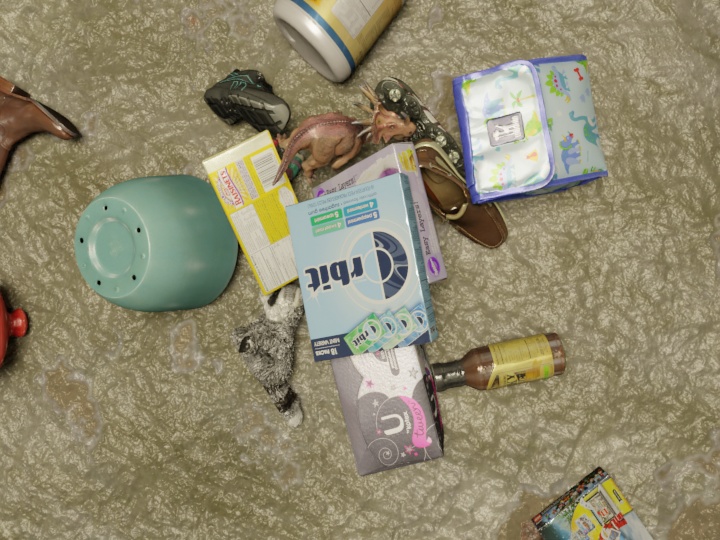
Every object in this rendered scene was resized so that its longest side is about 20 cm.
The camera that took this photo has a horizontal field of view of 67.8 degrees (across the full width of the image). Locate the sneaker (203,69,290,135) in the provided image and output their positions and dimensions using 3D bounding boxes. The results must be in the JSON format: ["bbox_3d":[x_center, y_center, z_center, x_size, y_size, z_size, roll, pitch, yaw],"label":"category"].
[{"bbox_3d":[-0.159,-0.257,0.781,0.197,0.076,0.080,27,73,41],"label":"sneaker"}]

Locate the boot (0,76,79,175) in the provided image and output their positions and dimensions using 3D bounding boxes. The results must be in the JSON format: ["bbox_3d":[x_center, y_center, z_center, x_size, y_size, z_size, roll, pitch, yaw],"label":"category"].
[{"bbox_3d":[-0.553,-0.177,0.841,0.183,0.064,0.205,30,88,16],"label":"boot"}]

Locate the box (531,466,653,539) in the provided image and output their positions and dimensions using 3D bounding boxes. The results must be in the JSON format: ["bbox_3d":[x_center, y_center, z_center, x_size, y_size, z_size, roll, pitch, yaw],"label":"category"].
[{"bbox_3d":[0.369,0.424,0.801,0.135,0.038,0.203,-35,88,2],"label":"box"}]

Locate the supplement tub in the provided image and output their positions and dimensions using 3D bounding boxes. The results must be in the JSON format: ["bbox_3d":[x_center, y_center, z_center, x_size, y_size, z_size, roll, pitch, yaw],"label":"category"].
[{"bbox_3d":[-0.018,-0.399,0.774,0.144,0.145,0.202,39,91,3],"label":"supplement tub"}]

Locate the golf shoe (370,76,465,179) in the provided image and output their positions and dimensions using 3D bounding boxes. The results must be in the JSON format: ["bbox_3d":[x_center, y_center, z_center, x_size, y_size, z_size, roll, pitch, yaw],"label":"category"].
[{"bbox_3d":[0.095,-0.205,0.800,0.076,0.089,0.201,-29,114,27],"label":"golf shoe"}]

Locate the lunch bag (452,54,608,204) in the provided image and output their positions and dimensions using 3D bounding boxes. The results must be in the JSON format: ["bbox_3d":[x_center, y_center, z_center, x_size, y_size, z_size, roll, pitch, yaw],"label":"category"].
[{"bbox_3d":[0.228,-0.193,0.750,0.192,0.127,0.178,-10,88,-14],"label":"lunch bag"}]

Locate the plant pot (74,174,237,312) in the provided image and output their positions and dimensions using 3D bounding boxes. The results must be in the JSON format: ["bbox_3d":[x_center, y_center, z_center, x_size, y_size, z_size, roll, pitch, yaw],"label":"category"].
[{"bbox_3d":[-0.297,-0.037,0.757,0.192,0.160,0.210,1,95,17],"label":"plant pot"}]

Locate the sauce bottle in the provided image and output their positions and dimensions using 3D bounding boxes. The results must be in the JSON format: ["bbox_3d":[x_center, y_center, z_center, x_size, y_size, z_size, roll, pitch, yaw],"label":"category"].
[{"bbox_3d":[0.203,0.142,0.800,0.192,0.065,0.068,-12,89,5],"label":"sauce bottle"}]

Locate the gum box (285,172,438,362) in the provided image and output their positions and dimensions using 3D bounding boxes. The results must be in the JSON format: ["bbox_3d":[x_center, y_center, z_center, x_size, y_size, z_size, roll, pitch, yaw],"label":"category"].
[{"bbox_3d":[0.000,0.000,0.686,0.164,0.044,0.209,-12,88,23],"label":"gum box"}]

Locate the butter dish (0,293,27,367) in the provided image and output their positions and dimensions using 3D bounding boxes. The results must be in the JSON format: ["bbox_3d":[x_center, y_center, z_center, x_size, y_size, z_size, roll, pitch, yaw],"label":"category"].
[{"bbox_3d":[-0.587,0.085,0.809,0.196,0.144,0.209,-2,89,45],"label":"butter dish"}]

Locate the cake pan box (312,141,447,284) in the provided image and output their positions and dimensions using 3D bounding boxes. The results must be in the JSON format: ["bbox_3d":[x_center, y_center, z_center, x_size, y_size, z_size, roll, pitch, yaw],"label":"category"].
[{"bbox_3d":[0.019,-0.057,0.764,0.051,0.196,0.192,-11,88,-42],"label":"cake pan box"}]

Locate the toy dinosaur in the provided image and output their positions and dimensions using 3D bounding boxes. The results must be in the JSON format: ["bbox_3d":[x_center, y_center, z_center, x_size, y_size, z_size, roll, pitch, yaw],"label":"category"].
[{"bbox_3d":[-0.033,-0.182,0.706,0.195,0.134,0.089,-26,95,-28],"label":"toy dinosaur"}]

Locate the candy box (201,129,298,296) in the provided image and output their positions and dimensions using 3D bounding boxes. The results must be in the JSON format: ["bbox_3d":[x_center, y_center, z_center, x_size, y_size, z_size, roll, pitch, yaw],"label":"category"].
[{"bbox_3d":[-0.134,-0.078,0.753,0.099,0.026,0.206,-25,109,-8],"label":"candy box"}]

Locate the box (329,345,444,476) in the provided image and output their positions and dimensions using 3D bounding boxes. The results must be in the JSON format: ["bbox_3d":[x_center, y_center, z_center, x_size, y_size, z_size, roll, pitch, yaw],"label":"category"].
[{"bbox_3d":[0.039,0.166,0.775,0.127,0.115,0.208,-15,89,10],"label":"box"}]

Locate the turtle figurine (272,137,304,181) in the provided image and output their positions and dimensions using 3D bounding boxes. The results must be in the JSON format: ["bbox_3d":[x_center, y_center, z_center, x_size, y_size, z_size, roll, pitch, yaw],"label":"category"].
[{"bbox_3d":[-0.144,-0.116,0.806,0.145,0.101,0.206,-23,95,5],"label":"turtle figurine"}]

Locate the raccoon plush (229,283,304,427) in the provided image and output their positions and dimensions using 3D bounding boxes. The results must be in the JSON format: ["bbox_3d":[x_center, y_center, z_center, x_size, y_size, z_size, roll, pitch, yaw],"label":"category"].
[{"bbox_3d":[-0.108,0.117,0.825,0.132,0.096,0.204,-34,117,-12],"label":"raccoon plush"}]

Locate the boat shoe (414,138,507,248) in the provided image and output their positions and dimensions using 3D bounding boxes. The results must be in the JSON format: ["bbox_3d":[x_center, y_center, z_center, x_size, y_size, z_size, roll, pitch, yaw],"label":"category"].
[{"bbox_3d":[0.138,-0.092,0.771,0.200,0.076,0.074,39,124,-17],"label":"boat shoe"}]
